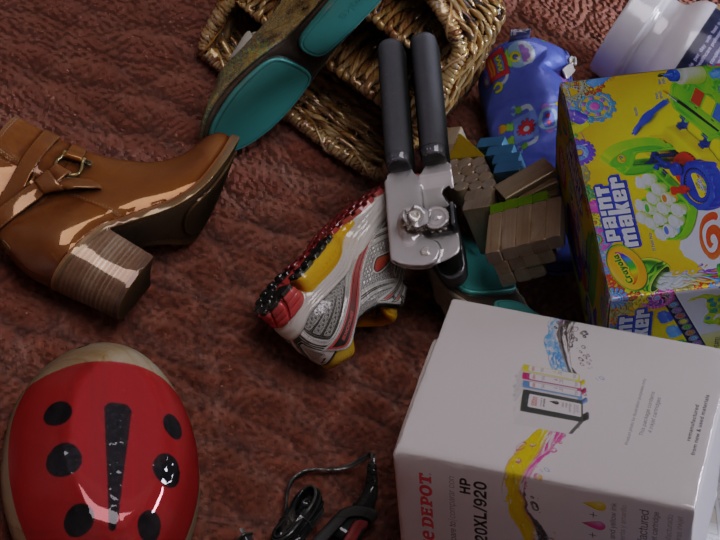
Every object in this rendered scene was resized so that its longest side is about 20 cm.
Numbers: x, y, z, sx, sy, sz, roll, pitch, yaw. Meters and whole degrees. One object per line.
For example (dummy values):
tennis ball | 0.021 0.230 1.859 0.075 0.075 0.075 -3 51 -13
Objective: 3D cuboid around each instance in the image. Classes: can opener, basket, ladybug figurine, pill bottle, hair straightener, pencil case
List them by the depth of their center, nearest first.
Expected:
ladybug figurine | -0.168 0.129 1.308 0.135 0.072 0.201 5 54 -18
hair straightener | -0.045 0.187 1.333 0.077 0.041 0.200 32 50 3
can opener | 0.043 -0.083 1.478 0.052 0.067 0.201 -9 64 9
basket | -0.003 -0.197 1.569 0.200 0.143 0.149 37 50 8
pencil case | 0.151 -0.097 1.594 0.078 0.087 0.201 35 36 -49
pill bottle | 0.301 -0.156 1.675 0.199 0.116 0.116 34 50 5

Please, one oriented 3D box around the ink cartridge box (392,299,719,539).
ink cartridge box | 0.137 0.134 1.336 0.199 0.148 0.145 10 46 15

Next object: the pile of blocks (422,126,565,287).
pile of blocks | 0.113 -0.048 1.518 0.082 0.062 0.200 -28 36 -3

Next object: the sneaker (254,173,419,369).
sneaker | 0.000 0.000 1.481 0.082 0.078 0.200 49 50 -9

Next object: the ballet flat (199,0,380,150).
ballet flat | -0.057 -0.177 1.526 0.071 0.200 0.071 40 16 -14

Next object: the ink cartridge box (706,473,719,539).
ink cartridge box | 0.218 0.217 1.422 0.159 0.047 0.201 15 40 -10

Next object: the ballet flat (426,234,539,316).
ballet flat | 0.096 0.041 1.478 0.067 0.063 0.200 3 28 -30

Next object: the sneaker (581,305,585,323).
sneaker | 0.201 0.059 1.500 0.079 0.076 0.200 32 47 -3

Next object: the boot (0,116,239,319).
boot | -0.190 -0.069 1.449 0.154 0.074 0.200 31 47 8

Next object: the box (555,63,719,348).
box | 0.250 -0.035 1.424 0.191 0.122 0.201 -6 53 -1
